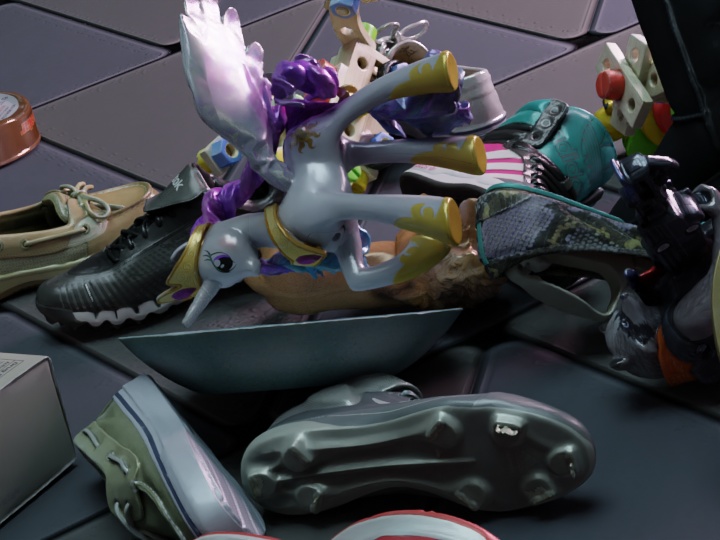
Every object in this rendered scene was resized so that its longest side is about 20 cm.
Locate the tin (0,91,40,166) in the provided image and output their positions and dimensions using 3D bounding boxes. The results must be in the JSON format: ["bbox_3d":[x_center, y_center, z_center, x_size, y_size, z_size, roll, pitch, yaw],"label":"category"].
[{"bbox_3d":[-0.360,-0.106,2.028,0.200,0.042,0.112,-7,19,14],"label":"tin"}]

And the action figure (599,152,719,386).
[{"bbox_3d":[0.211,0.003,1.339,0.193,0.200,0.105,-26,57,22],"label":"action figure"}]

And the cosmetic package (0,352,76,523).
[{"bbox_3d":[-0.279,0.096,1.463,0.200,0.073,0.104,4,28,34],"label":"cosmetic package"}]

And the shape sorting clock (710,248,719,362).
[{"bbox_3d":[0.276,0.022,1.252,0.200,0.039,0.200,-1,68,4],"label":"shape sorting clock"}]

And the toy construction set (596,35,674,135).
[{"bbox_3d":[0.256,-0.118,1.604,0.200,0.092,0.131,-7,61,-13],"label":"toy construction set"}]

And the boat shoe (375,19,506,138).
[{"bbox_3d":[0.033,-0.148,1.855,0.075,0.086,0.202,-23,25,-24],"label":"boat shoe"}]

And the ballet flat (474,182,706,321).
[{"bbox_3d":[0.160,0.001,1.458,0.200,0.072,0.072,10,19,-13],"label":"ballet flat"}]

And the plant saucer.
[{"bbox_3d":[-0.038,0.048,1.441,0.201,0.039,0.201,-6,-1,0],"label":"plant saucer"}]

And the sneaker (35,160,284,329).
[{"bbox_3d":[-0.122,-0.024,1.640,0.200,0.091,0.066,-16,22,-7],"label":"sneaker"}]

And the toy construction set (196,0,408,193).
[{"bbox_3d":[-0.027,-0.128,1.755,0.092,0.131,0.200,-5,57,57],"label":"toy construction set"}]

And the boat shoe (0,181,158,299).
[{"bbox_3d":[-0.230,-0.028,1.739,0.201,0.063,0.073,-19,24,-15],"label":"boat shoe"}]

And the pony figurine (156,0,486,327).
[{"bbox_3d":[-0.030,-0.067,1.478,0.200,0.167,0.193,-11,62,22],"label":"pony figurine"}]

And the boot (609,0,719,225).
[{"bbox_3d":[0.197,-0.109,1.501,0.073,0.163,0.198,-8,-16,-35],"label":"boot"}]

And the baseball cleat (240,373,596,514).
[{"bbox_3d":[0.035,0.084,1.335,0.200,0.070,0.106,-3,25,20],"label":"baseball cleat"}]

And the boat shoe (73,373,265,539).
[{"bbox_3d":[-0.105,0.119,1.350,0.062,0.072,0.200,-41,23,-3],"label":"boat shoe"}]

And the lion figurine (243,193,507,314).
[{"bbox_3d":[0.000,0.000,1.554,0.200,0.072,0.122,-15,19,10],"label":"lion figurine"}]

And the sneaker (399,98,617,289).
[{"bbox_3d":[0.121,-0.051,1.598,0.121,0.084,0.200,-31,26,-17],"label":"sneaker"}]

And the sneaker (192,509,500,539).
[{"bbox_3d":[-0.023,0.178,1.163,0.200,0.078,0.116,-12,28,35],"label":"sneaker"}]

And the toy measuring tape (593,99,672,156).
[{"bbox_3d":[0.256,-0.127,1.713,0.200,0.074,0.074,-12,23,2],"label":"toy measuring tape"}]
